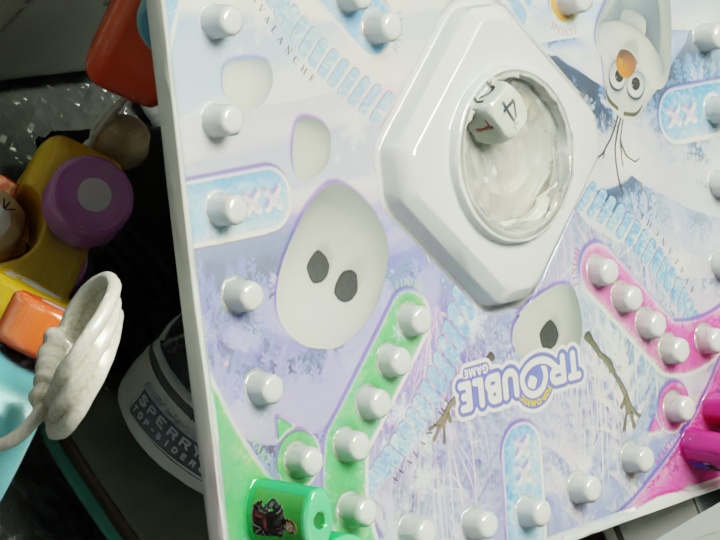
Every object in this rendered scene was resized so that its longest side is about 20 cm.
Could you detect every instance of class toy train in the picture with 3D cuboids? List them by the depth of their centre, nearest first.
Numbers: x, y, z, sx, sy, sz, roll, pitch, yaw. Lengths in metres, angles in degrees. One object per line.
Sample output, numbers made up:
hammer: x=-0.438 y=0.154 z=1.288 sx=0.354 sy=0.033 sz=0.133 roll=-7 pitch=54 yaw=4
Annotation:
toy train: x=-0.080 y=-0.021 z=0.664 sx=0.056 sy=0.150 sz=0.200 roll=26 pitch=41 yaw=-9

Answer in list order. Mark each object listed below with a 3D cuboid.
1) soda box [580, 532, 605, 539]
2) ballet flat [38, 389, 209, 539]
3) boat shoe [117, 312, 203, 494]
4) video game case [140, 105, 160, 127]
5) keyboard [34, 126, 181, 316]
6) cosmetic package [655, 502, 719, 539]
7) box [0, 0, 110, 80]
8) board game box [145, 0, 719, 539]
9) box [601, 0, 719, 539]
soda box: x=0.115 y=0.042 z=0.909 sx=0.063 sy=0.070 sz=0.200 roll=53 pitch=32 yaw=0
ballet flat: x=-0.005 y=0.099 z=0.697 sx=0.200 sy=0.064 sz=0.067 roll=56 pitch=3 yaw=6
boat shoe: x=0.000 y=0.000 z=0.732 sx=0.072 sy=0.068 sz=0.200 roll=39 pitch=22 yaw=9
video game case: x=0.036 y=-0.123 z=0.876 sx=0.023 sy=0.182 sz=0.200 roll=54 pitch=31 yaw=-7
keyboard: x=-0.014 y=0.037 z=0.783 sx=0.200 sy=0.040 sz=0.104 roll=49 pitch=26 yaw=20
cosmetic package: x=0.061 y=0.130 z=0.553 sx=0.123 sy=0.200 sz=0.199 roll=60 pitch=5 yaw=4
box: x=-0.090 y=-0.176 z=0.753 sx=0.200 sy=0.199 sz=0.172 roll=-13 pitch=67 yaw=-56
board game box: x=0.037 y=-0.028 z=0.654 sx=0.200 sy=0.026 sz=0.201 roll=-13 pitch=100 yaw=-44
box: x=0.100 y=0.004 z=0.769 sx=0.060 sy=0.116 sz=0.200 roll=-62 pitch=131 yaw=-82
